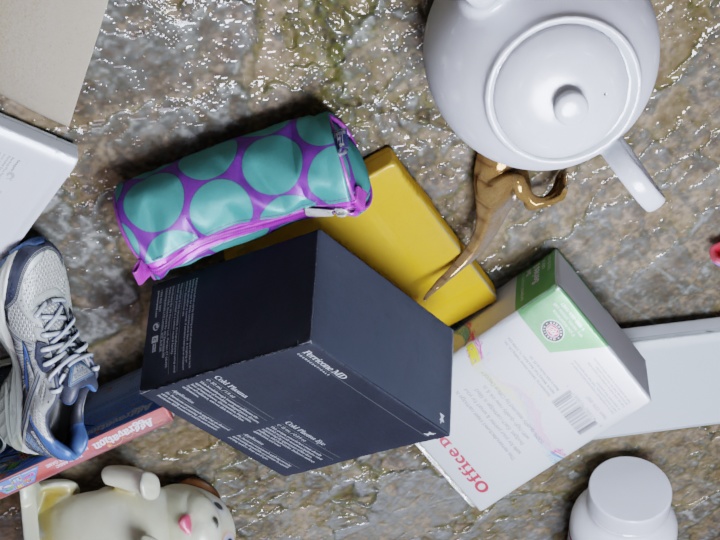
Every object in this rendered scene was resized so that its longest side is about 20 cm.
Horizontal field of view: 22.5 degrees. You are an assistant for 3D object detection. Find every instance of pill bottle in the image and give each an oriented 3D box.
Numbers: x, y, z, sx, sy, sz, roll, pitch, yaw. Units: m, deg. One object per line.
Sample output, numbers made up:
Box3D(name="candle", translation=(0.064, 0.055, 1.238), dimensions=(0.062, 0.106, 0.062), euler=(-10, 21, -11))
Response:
Box3D(name="pill bottle", translation=(0.267, 0.288, 1.863), dimensions=(0.111, 0.113, 0.201), euler=(-7, 135, -8))

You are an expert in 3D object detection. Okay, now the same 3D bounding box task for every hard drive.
Box3D(name="hard drive", translation=(0.284, 0.105, 1.742), dimensions=(0.197, 0.026, 0.133), euler=(-6, 134, -8))
Box3D(name="hard drive", translation=(-0.339, -0.083, 1.413), dimensions=(0.199, 0.026, 0.132), euler=(23, 124, -31))

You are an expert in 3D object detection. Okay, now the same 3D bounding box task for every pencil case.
Box3D(name="pencil case", translation=(-0.094, -0.059, 1.452), dimensions=(0.198, 0.093, 0.085), euler=(-18, 147, 6))

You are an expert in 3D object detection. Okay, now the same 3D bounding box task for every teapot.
Box3D(name="teapot", translation=(0.146, -0.148, 1.366), dimensions=(0.198, 0.147, 0.199), euler=(1, 121, -12))

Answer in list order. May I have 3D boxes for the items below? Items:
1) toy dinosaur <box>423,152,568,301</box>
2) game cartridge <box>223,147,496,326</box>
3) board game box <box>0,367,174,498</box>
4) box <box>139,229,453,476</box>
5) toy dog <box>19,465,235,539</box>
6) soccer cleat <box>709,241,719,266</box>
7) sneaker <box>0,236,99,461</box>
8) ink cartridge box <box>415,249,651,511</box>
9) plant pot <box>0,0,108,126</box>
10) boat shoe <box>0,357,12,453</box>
Box3D(name="toy dinosaur", translation=(0.118, -0.067, 1.532), dimensions=(0.105, 0.061, 0.202), euler=(7, 121, -1))
Box3D(name="game cartridge", translation=(0.000, 0.000, 1.579), dimensions=(0.175, 0.033, 0.200), euler=(-28, 131, 13))
Box3D(name="board game box", translation=(-0.251, 0.141, 1.598), dimensions=(0.198, 0.103, 0.020), euler=(-24, 111, 10))
Box3D(name="box", translation=(-0.049, 0.075, 1.509), dimensions=(0.181, 0.105, 0.200), euler=(-16, 145, 32))
Box3D(name="toy dog", translation=(-0.215, 0.261, 1.702), dimensions=(0.198, 0.141, 0.195), euler=(-5, 147, -9))
Box3D(name="soccer cleat", translation=(0.379, -0.066, 1.586), dimensions=(0.072, 0.069, 0.201), euler=(11, 132, -18))
Box3D(name="sneaker", translation=(-0.252, 0.069, 1.506), dimensions=(0.077, 0.085, 0.202), euler=(-26, 127, -42))
Box3D(name="ink cartridge box", translation=(0.141, 0.101, 1.639), dimensions=(0.199, 0.088, 0.146), euler=(-36, 107, 18))
Box3D(name="plant pot", translation=(-0.238, -0.249, 1.173), dimensions=(0.175, 0.201, 0.201), euler=(16, 129, -13))
Box3D(name="boat shoe", translation=(-0.339, 0.124, 1.587), dimensions=(0.198, 0.062, 0.075), euler=(-7, 129, -9))
